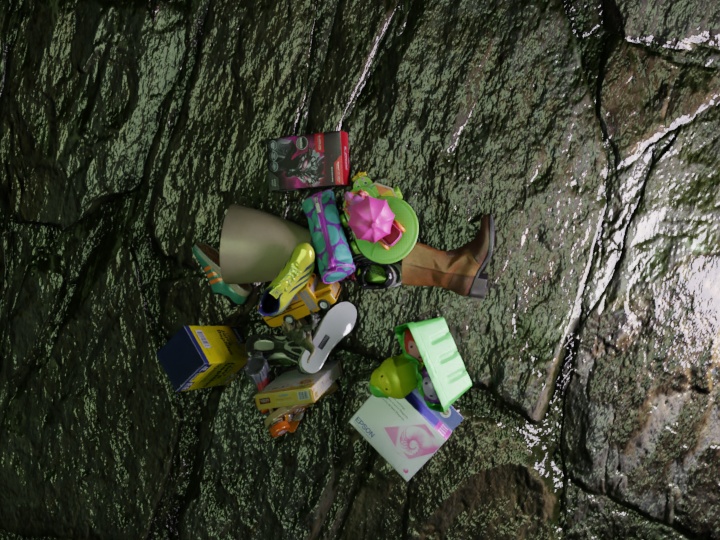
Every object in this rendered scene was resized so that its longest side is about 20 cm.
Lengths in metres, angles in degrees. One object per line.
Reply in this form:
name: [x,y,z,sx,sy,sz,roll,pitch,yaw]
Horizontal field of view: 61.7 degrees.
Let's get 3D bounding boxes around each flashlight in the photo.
flashlight: [-0.233,0.277,1.430,0.067,0.202,0.068,-29,57,-17]

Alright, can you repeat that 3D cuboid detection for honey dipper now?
honey dipper: [-0.208,0.188,1.495,0.199,0.038,0.038,-41,81,17]

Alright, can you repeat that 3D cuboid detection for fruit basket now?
fruit basket: [0.115,0.219,1.327,0.211,0.156,0.221,2,81,-9]

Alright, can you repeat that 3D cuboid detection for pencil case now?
pencil case: [-0.074,-0.077,1.360,0.084,0.093,0.203,-19,72,5]

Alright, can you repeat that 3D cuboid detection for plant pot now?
plant pot: [-0.211,-0.052,1.420,0.196,0.187,0.192,6,95,3]

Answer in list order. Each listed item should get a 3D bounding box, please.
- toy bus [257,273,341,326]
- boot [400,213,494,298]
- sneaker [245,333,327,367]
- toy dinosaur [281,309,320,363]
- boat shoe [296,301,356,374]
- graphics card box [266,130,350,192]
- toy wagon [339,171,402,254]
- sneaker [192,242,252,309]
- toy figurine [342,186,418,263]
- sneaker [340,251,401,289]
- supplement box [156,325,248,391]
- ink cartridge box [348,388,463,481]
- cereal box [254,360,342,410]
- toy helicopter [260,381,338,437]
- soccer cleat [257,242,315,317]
toy bus: [-0.144,0.068,1.432,0.198,0.065,0.079,-24,113,27]
boot: [0.192,-0.045,1.335,0.196,0.068,0.192,12,109,13]
sneaker: [-0.177,0.202,1.458,0.196,0.089,0.078,8,58,1]
toy dinosaur: [-0.122,0.138,1.357,0.047,0.200,0.089,29,90,-26]
boat shoe: [-0.084,0.156,1.408,0.071,0.064,0.201,43,63,-8]
graphics card box: [-0.125,-0.257,1.434,0.196,0.051,0.128,-2,93,19]
toy wagon: [0.028,-0.137,1.384,0.153,0.040,0.203,-26,80,9]
sneaker: [-0.362,0.015,1.517,0.200,0.071,0.080,44,109,16]
toy figurine: [0.018,-0.120,1.268,0.150,0.184,0.200,-45,74,5]
sneaker: [0.000,0.000,1.388,0.196,0.087,0.075,11,97,17]
supplement box: [-0.369,0.208,1.455,0.109,0.199,0.110,-42,71,16]
ink cartridge box: [0.103,0.348,1.401,0.196,0.043,0.201,42,106,12]
cereal box: [-0.137,0.261,1.390,0.141,0.200,0.040,-12,95,19]
toy helicopter: [-0.139,0.327,1.450,0.198,0.133,0.080,-30,65,-7]
soccer cleat: [-0.164,0.027,1.338,0.064,0.083,0.201,40,117,12]
